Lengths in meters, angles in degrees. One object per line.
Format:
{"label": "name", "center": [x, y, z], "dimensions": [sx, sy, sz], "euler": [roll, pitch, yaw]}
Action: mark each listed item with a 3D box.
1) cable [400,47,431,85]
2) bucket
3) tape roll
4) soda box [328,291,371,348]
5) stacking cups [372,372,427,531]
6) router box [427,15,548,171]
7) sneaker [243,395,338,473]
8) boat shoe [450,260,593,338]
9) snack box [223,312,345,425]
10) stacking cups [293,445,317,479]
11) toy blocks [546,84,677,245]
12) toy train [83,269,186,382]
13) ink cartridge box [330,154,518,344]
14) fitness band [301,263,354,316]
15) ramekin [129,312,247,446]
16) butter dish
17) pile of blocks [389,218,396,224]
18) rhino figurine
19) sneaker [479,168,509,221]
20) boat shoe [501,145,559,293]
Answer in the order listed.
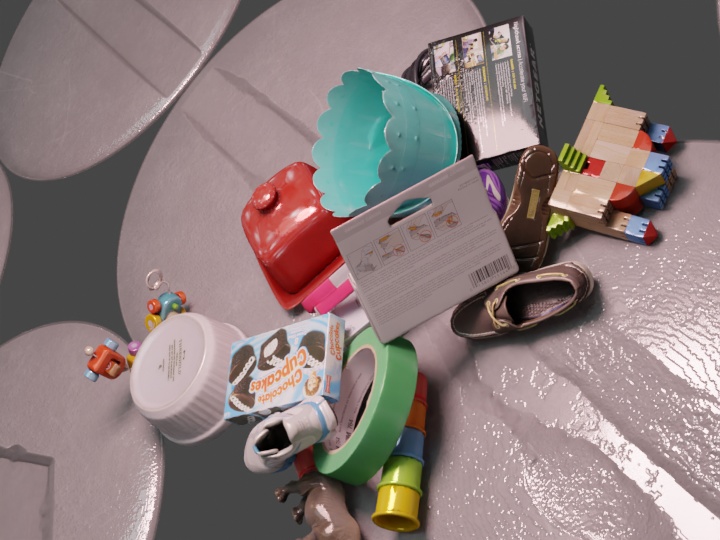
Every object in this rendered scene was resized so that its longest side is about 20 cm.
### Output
{"label": "cable", "center": [0.150, -0.283, 1.781], "dimensions": [0.198, 0.051, 0.165], "euler": [-7, 52, 34]}
{"label": "bucket", "center": [0.037, -0.167, 1.645], "dimensions": [0.206, 0.134, 0.210], "euler": [-14, 74, 57]}
{"label": "tape roll", "center": [0.004, 0.174, 1.544], "dimensions": [0.201, 0.048, 0.201], "euler": [-55, 21, 33]}
{"label": "soda box", "center": [0.055, 0.033, 1.637], "dimensions": [0.200, 0.068, 0.064], "euler": [-40, 45, 13]}
{"label": "stacking cups", "center": [0.058, 0.227, 1.519], "dimensions": [0.060, 0.060, 0.202], "euler": [-15, 49, 33]}
{"label": "router box", "center": [0.177, -0.241, 1.674], "dimensions": [0.148, 0.051, 0.202], "euler": [-12, 70, 23]}
{"label": "sneaker", "center": [-0.116, 0.222, 1.561], "dimensions": [0.200, 0.086, 0.076], "euler": [-41, 72, 48]}
{"label": "boat shoe", "center": [0.194, 0.042, 1.503], "dimensions": [0.198, 0.059, 0.073], "euler": [-20, 93, 28]}
{"label": "snack box", "center": [-0.105, 0.138, 1.633], "dimensions": [0.199, 0.037, 0.117], "euler": [-19, 57, 40]}
{"label": "stacking cups", "center": [-0.095, 0.203, 1.660], "dimensions": [0.060, 0.060, 0.201], "euler": [-38, 45, 15]}
{"label": "toy blocks", "center": [0.331, -0.122, 1.498], "dimensions": [0.136, 0.100, 0.202], "euler": [18, 76, 33]}
{"label": "toy train", "center": [-0.340, 0.106, 1.878], "dimensions": [0.055, 0.150, 0.201], "euler": [28, 78, 31]}
{"label": "ink cartridge box", "center": [0.076, -0.030, 1.469], "dimensions": [0.198, 0.177, 0.045], "euler": [-28, 28, -4]}
{"label": "fitness band", "center": [0.000, 0.000, 1.658], "dimensions": [0.200, 0.038, 0.143], "euler": [-39, -2, 36]}
{"label": "ramekin", "center": [-0.262, 0.157, 1.810], "dimensions": [0.201, 0.094, 0.204], "euler": [-22, 51, 29]}
{"label": "butter dish", "center": [-0.106, -0.080, 1.790], "dimensions": [0.199, 0.148, 0.201], "euler": [-42, 44, 12]}
{"label": "pile of blocks", "center": [0.037, -0.169, 1.787], "dimensions": [0.082, 0.062, 0.202], "euler": [-23, 51, 28]}
{"label": "rhino figurine", "center": [-0.040, 0.341, 1.527], "dimensions": [0.087, 0.060, 0.201], "euler": [-36, 48, 11]}
{"label": "sneaker", "center": [0.149, -0.083, 1.579], "dimensions": [0.080, 0.084, 0.200], "euler": [13, 37, 16]}
{"label": "boat shoe", "center": [0.220, -0.061, 1.563], "dimensions": [0.071, 0.076, 0.202], "euler": [20, 94, 10]}
